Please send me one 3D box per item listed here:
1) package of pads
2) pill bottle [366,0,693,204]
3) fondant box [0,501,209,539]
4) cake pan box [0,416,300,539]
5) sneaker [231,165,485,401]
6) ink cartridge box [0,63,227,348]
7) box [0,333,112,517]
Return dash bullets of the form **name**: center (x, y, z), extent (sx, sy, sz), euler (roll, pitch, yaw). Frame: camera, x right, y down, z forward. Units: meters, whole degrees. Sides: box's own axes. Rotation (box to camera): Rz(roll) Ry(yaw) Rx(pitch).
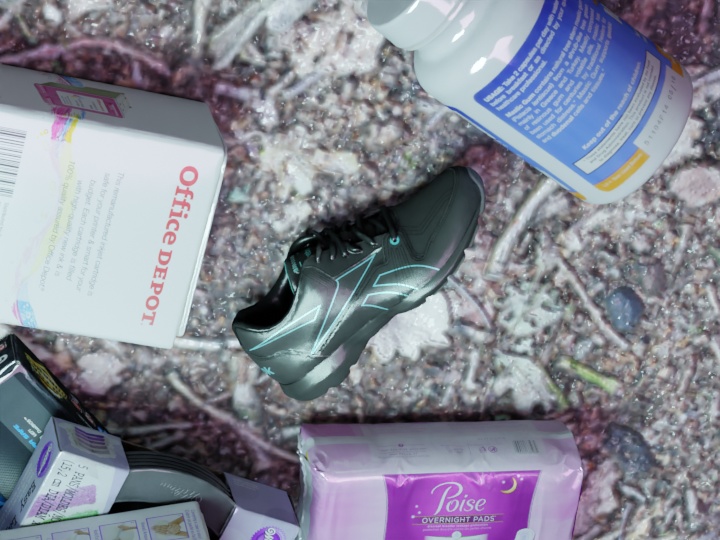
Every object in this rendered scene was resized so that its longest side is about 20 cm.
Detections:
- **package of pads**: center (0.050, 0.168, 1.596), extent (0.199, 0.076, 0.121), euler (-1, 118, -12)
- **pill bottle**: center (0.106, -0.137, 1.445), extent (0.200, 0.112, 0.112), euler (33, 104, -24)
- **fondant box**: center (-0.193, 0.239, 1.475), extent (0.199, 0.058, 0.145), euler (-8, 119, -11)
- **cake pan box**: center (-0.161, 0.207, 1.528), extent (0.184, 0.052, 0.200), euler (21, 110, -26)
- **sneaker**: center (0.000, 0.000, 1.506), extent (0.079, 0.075, 0.200), euler (40, 101, -23)
- **ink cartridge box**: center (-0.198, -0.044, 1.434), extent (0.199, 0.085, 0.145), euler (10, 112, -16)
- **box**: center (-0.234, 0.162, 1.544), extent (0.159, 0.046, 0.200), euler (-37, 118, 5)
